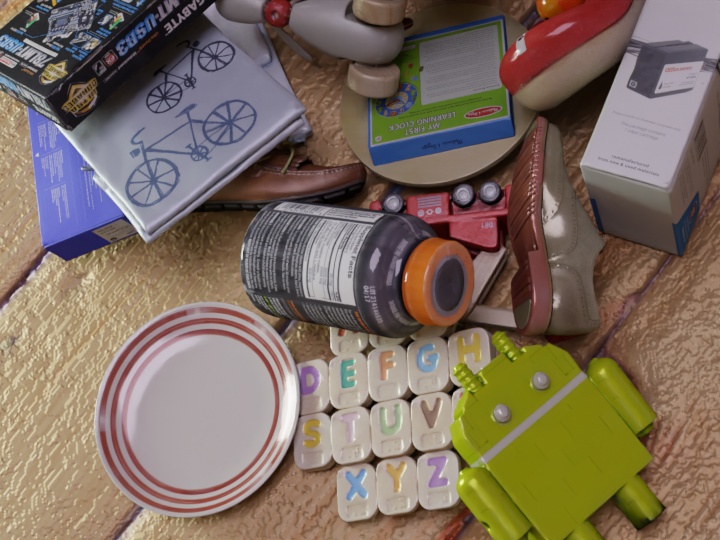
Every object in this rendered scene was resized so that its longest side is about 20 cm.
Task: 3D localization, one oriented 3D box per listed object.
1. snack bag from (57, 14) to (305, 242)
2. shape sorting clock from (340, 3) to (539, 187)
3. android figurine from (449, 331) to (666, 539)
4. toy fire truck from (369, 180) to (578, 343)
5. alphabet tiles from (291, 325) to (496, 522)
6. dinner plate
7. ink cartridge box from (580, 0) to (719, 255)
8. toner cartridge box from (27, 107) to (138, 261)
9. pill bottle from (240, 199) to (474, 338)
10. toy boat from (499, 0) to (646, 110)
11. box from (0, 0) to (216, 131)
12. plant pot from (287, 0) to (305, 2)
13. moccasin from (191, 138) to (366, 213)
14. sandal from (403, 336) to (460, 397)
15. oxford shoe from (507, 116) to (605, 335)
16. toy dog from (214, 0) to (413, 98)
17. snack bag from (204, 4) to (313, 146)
[{"bbox_3d":[-0.176,-0.141,1.478,0.188,0.021,0.200,-40,57,-9],"label":"snack bag"},{"bbox_3d":[0.076,-0.164,1.488,0.198,0.039,0.202,-10,55,15],"label":"shape sorting clock"},{"bbox_3d":[0.156,0.143,1.299,0.181,0.041,0.201,-35,83,-22],"label":"android figurine"},{"bbox_3d":[0.104,-0.004,1.411,0.198,0.049,0.142,-6,69,14],"label":"toy fire truck"},{"bbox_3d":[0.027,0.113,1.376,0.198,0.015,0.198,-12,68,27],"label":"alphabet tiles"},{"bbox_3d":[-0.146,0.126,1.443,0.198,0.024,0.202,-7,67,16],"label":"dinner plate"},{"bbox_3d":[0.267,-0.137,1.364,0.083,0.145,0.201,18,75,22],"label":"ink cartridge box"},{"bbox_3d":[-0.269,-0.118,1.547,0.094,0.043,0.202,-19,64,17],"label":"toner cartridge box"},{"bbox_3d":[0.000,0.000,1.364,0.199,0.106,0.107,9,70,39],"label":"pill bottle"},{"bbox_3d":[0.174,-0.238,1.398,0.130,0.131,0.201,-35,18,42],"label":"toy boat"},{"bbox_3d":[-0.256,-0.234,1.522,0.199,0.050,0.200,-45,36,-13],"label":"box"},{"bbox_3d":[-0.078,-0.384,1.523,0.198,0.199,0.202,-4,66,8],"label":"plant pot"},{"bbox_3d":[-0.092,-0.094,1.488,0.199,0.074,0.079,0,87,21],"label":"moccasin"},{"bbox_3d":[0.109,0.121,1.360,0.200,0.048,0.076,32,80,24],"label":"sandal"},{"bbox_3d":[0.168,-0.035,1.353,0.073,0.071,0.202,6,68,-10],"label":"oxford shoe"},{"bbox_3d":[-0.029,-0.242,1.493,0.200,0.096,0.132,39,123,9],"label":"toy dog"},{"bbox_3d":[-0.163,-0.169,1.570,0.187,0.021,0.201,-26,64,4],"label":"snack bag"}]
